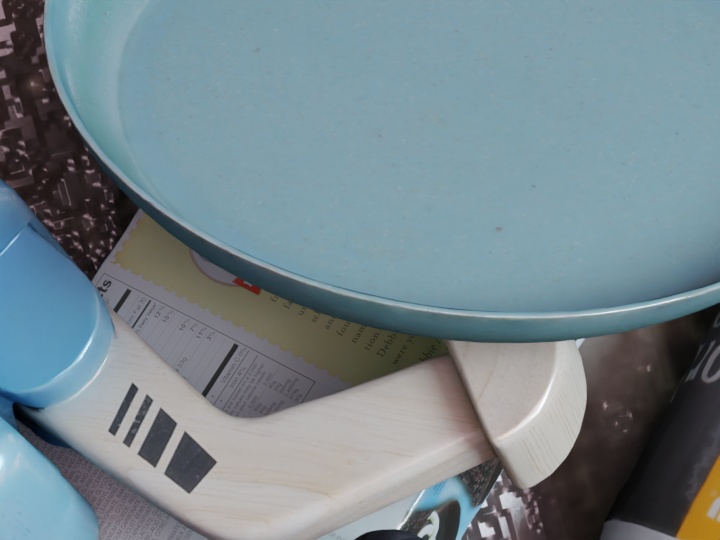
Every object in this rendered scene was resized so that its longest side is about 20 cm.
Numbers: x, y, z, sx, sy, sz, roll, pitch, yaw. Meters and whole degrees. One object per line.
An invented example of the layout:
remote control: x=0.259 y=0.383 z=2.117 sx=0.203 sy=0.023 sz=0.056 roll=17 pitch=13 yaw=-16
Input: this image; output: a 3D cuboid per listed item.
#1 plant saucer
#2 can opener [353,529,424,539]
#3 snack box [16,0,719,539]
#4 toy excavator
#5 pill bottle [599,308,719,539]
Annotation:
plant saucer: x=0.026 y=-0.047 z=0.701 sx=0.199 sy=0.027 sz=0.201 roll=3 pitch=41 yaw=-2
can opener: x=0.060 y=0.134 z=0.695 sx=0.200 sy=0.079 sz=0.064 roll=38 pitch=50 yaw=-15
snack box: x=0.000 y=0.000 z=0.769 sx=0.116 sy=0.037 sz=0.200 roll=26 pitch=76 yaw=29
toy excavator: x=-0.073 y=0.034 z=0.711 sx=0.200 sy=0.100 sz=0.195 roll=39 pitch=81 yaw=23
pill bottle: x=0.133 y=0.061 z=0.782 sx=0.116 sy=0.116 sz=0.200 roll=31 pitch=80 yaw=-7
